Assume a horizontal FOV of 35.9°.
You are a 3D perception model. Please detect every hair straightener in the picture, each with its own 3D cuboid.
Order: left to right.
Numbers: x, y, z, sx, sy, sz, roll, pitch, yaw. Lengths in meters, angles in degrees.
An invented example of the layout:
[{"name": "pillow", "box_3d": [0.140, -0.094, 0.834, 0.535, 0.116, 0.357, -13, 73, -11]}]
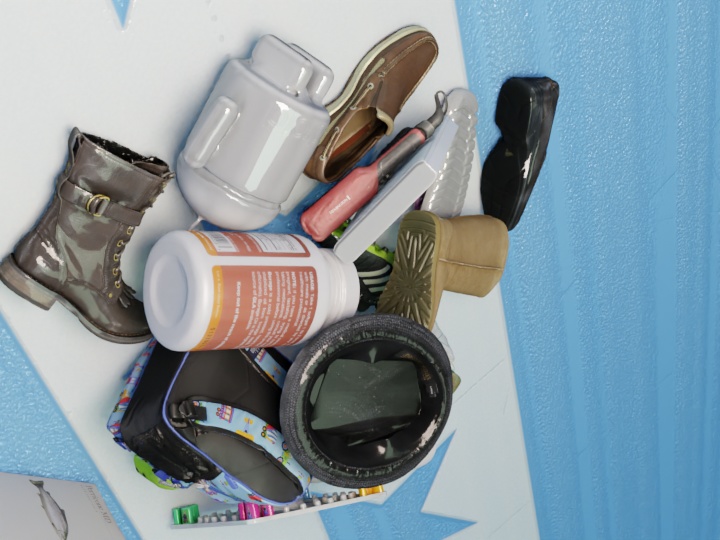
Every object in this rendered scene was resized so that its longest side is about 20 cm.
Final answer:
[{"name": "hair straightener", "box_3d": [0.016, -0.111, 1.151, 0.041, 0.077, 0.200, 43, 94, -7]}]

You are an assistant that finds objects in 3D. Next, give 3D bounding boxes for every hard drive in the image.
[{"name": "hard drive", "box_3d": [0.041, -0.089, 1.161, 0.027, 0.200, 0.132, 43, 112, -6]}]

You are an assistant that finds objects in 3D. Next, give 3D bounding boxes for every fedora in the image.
[{"name": "fedora", "box_3d": [-0.005, 0.125, 1.144, 0.199, 0.091, 0.203, -6, 104, -27]}]

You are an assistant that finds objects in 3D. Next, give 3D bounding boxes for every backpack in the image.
[{"name": "backpack", "box_3d": [-0.138, 0.155, 1.163, 0.134, 0.184, 0.200, -27, 123, 37]}]

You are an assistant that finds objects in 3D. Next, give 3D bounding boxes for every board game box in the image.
[{"name": "board game box", "box_3d": [-0.102, 0.282, 1.348, 0.198, 0.199, 0.026, -3, 80, -38]}]

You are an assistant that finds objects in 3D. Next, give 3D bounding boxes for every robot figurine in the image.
[{"name": "robot figurine", "box_3d": [-0.105, -0.123, 1.070, 0.169, 0.113, 0.201, 5, 119, -59]}]

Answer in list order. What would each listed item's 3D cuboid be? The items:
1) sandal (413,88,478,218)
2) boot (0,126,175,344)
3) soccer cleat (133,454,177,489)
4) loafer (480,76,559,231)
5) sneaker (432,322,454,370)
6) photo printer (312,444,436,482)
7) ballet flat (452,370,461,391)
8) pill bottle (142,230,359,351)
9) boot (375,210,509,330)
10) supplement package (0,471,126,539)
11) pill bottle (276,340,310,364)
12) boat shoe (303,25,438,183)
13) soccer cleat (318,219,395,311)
[{"name": "sandal", "box_3d": [0.091, -0.112, 1.291, 0.082, 0.049, 0.205, -3, 111, -55]}, {"name": "boot", "box_3d": [-0.233, -0.030, 1.070, 0.199, 0.069, 0.175, 30, 101, -45]}, {"name": "soccer cleat", "box_3d": [-0.176, 0.172, 1.277, 0.200, 0.080, 0.068, -41, 131, -39]}, {"name": "loafer", "box_3d": [0.198, -0.137, 1.340, 0.072, 0.073, 0.202, -15, 131, -36]}, {"name": "sneaker", "box_3d": [0.079, 0.090, 1.357, 0.070, 0.080, 0.200, -42, 162, 3]}, {"name": "photo printer", "box_3d": [-0.018, 0.217, 1.346, 0.165, 0.199, 0.070, 0, 78, -38]}, {"name": "ballet flat", "box_3d": [0.053, 0.140, 1.282, 0.199, 0.071, 0.071, 21, 107, -48]}, {"name": "pill bottle", "box_3d": [-0.102, 0.020, 1.083, 0.199, 0.112, 0.113, 1, 120, -41]}, {"name": "boot", "box_3d": [0.102, 0.018, 1.276, 0.199, 0.066, 0.177, 5, 101, -60]}, {"name": "supplement package", "box_3d": [-0.367, 0.294, 1.171, 0.199, 0.117, 0.118, 20, 108, -46]}, {"name": "pill bottle", "box_3d": [-0.030, 0.106, 1.313, 0.104, 0.104, 0.200, -49, 138, 3]}, {"name": "boat shoe", "box_3d": [0.016, -0.167, 1.164, 0.202, 0.075, 0.075, -46, 138, -1]}, {"name": "soccer cleat", "box_3d": [0.000, 0.000, 1.274, 0.081, 0.067, 0.200, -52, 141, 5]}]
